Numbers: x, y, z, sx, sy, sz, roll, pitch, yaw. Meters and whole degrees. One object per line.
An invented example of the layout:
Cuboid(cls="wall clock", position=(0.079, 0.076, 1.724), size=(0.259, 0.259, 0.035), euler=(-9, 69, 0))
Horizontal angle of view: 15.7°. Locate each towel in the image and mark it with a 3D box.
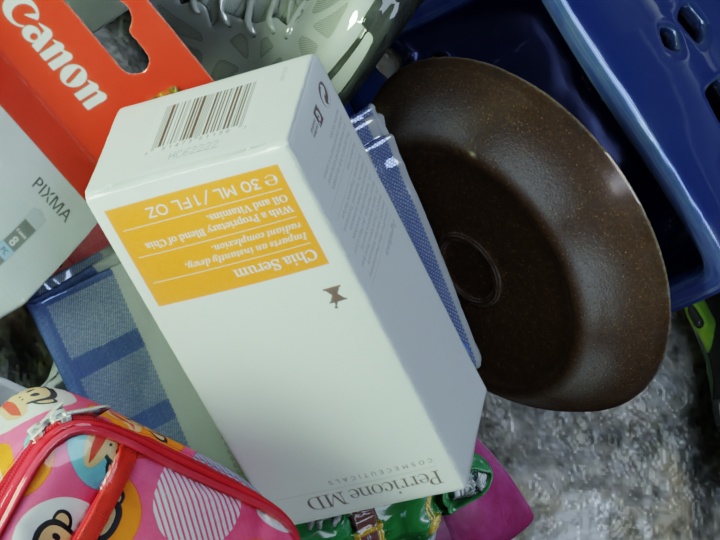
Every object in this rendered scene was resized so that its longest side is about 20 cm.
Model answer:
Cuboid(cls="towel", position=(-0.048, 0.027, 1.246), size=(0.200, 0.024, 0.147), euler=(-28, 107, -16))

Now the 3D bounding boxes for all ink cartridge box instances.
Cuboid(cls="ink cartridge box", position=(-0.175, -0.060, 1.144), size=(0.160, 0.200, 0.047), euler=(50, 19, -31))

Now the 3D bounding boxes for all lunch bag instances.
Cuboid(cls="lunch bag", position=(-0.137, 0.154, 1.115), size=(0.176, 0.082, 0.200), euler=(30, 88, -31))

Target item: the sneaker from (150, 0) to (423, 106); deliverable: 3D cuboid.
Cuboid(cls="sneaker", position=(-0.055, -0.124, 1.246), size=(0.115, 0.200, 0.076), euler=(41, 65, -13))

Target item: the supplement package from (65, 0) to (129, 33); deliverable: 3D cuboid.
Cuboid(cls="supplement package", position=(-0.143, -0.226, 1.219), size=(0.147, 0.191, 0.200), euler=(34, 62, -20))

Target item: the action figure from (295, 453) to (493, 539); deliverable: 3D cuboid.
Cuboid(cls="action figure", position=(-0.022, 0.133, 1.250), size=(0.200, 0.055, 0.118), euler=(-26, 126, -23))

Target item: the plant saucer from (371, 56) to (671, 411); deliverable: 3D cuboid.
Cuboid(cls="plant saucer", position=(0.063, -0.008, 1.285), size=(0.037, 0.200, 0.201), euler=(-36, 98, -33))

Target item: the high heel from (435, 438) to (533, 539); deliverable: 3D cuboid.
Cuboid(cls="high heel", position=(0.028, 0.052, 1.324), size=(0.096, 0.067, 0.201), euler=(-14, 90, -23))

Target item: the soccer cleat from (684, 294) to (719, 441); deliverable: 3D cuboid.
Cuboid(cls="soccer cleat", position=(0.223, 0.031, 1.469), size=(0.084, 0.065, 0.201), euler=(19, 61, -58))

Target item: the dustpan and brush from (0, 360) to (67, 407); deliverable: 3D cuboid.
Cuboid(cls="dustpan and brush", position=(-0.161, 0.085, 1.207), size=(0.140, 0.057, 0.200), euler=(50, 28, -21))

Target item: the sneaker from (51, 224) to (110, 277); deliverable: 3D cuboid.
Cuboid(cls="sneaker", position=(-0.154, -0.029, 1.235), size=(0.200, 0.074, 0.087), euler=(20, 69, -26))

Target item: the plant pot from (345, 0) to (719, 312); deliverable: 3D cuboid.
Cuboid(cls="plant pot", position=(0.122, -0.089, 1.351), size=(0.180, 0.200, 0.200), euler=(-38, 99, -39))

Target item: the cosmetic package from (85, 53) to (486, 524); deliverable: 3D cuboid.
Cuboid(cls="cosmetic package", position=(-0.029, 0.013, 1.156), size=(0.071, 0.101, 0.200), euler=(-76, 145, -51))

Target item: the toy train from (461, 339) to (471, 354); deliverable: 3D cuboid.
Cuboid(cls="toy train", position=(0.000, 0.000, 1.232), size=(0.046, 0.034, 0.200), euler=(-41, 111, -22))
